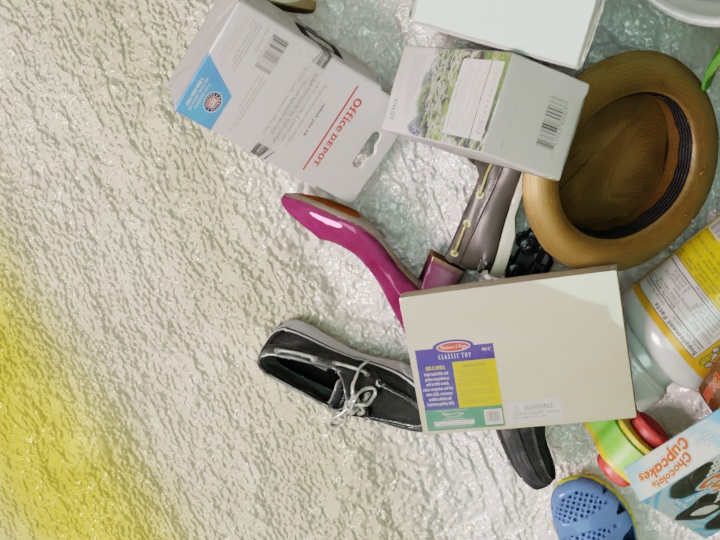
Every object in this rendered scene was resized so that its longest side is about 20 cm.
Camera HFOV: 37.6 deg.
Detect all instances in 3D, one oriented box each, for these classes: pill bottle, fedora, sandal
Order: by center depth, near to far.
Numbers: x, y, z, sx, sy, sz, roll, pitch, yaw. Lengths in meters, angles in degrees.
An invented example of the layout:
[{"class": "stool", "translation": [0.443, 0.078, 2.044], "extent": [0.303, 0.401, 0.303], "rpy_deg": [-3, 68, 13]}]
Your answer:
[{"class": "fedora", "translation": [0.220, -0.099, 0.941], "extent": [0.197, 0.082, 0.205], "rpy_deg": [-5, 106, -18]}, {"class": "pill bottle", "translation": [0.309, 0.035, 0.956], "extent": [0.199, 0.113, 0.113], "rpy_deg": [-41, 94, 16]}, {"class": "sandal", "translation": [0.248, 0.297, 1.046], "extent": [0.078, 0.087, 0.203], "rpy_deg": [-26, 96, 17]}]

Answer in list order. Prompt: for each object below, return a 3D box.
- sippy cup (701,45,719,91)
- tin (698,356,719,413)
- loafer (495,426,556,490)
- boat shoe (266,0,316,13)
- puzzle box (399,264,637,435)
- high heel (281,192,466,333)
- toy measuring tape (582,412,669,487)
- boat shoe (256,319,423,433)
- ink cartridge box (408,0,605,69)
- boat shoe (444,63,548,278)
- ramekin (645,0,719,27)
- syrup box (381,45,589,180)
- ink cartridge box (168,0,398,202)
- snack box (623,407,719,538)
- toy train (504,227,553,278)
[{"class": "sippy cup", "translation": [0.380, -0.127, 0.882], "extent": [0.137, 0.131, 0.180], "rpy_deg": [-21, 68, -12]}, {"class": "tin", "translation": [0.385, 0.071, 0.931], "extent": [0.197, 0.042, 0.113], "rpy_deg": [-21, 145, -18]}, {"class": "loafer", "translation": [0.154, 0.115, 1.003], "extent": [0.069, 0.068, 0.204], "rpy_deg": [-17, 106, 14]}, {"class": "boat shoe", "translation": [-0.133, -0.289, 0.985], "extent": [0.196, 0.072, 0.066], "rpy_deg": [11, 99, 3]}, {"class": "puzzle box", "translation": [0.140, 0.073, 0.946], "extent": [0.196, 0.025, 0.136], "rpy_deg": [-7, 102, 17]}, {"class": "high heel", "translation": [0.000, 0.000, 1.033], "extent": [0.197, 0.067, 0.097], "rpy_deg": [25, 102, -7]}, {"class": "toy measuring tape", "translation": [0.234, 0.149, 1.020], "extent": [0.199, 0.074, 0.074], "rpy_deg": [39, 107, -1]}, {"class": "boat shoe", "translation": [-0.009, 0.116, 1.050], "extent": [0.197, 0.068, 0.074], "rpy_deg": [29, 124, 4]}, {"class": "ink cartridge box", "translation": [0.125, -0.227, 0.880], "extent": [0.145, 0.200, 0.087], "rpy_deg": [16, 106, 7]}, {"class": "boat shoe", "translation": [0.127, -0.094, 0.980], "extent": [0.059, 0.072, 0.205], "rpy_deg": [13, 108, 3]}, {"class": "ramekin", "translation": [0.300, -0.308, 0.881], "extent": [0.196, 0.098, 0.205], "rpy_deg": [3, 103, 10]}, {"class": "syrup box", "translation": [0.098, -0.137, 0.894], "extent": [0.080, 0.200, 0.080], "rpy_deg": [15, 96, -24]}, {"class": "ink cartridge box", "translation": [-0.063, -0.161, 0.978], "extent": [0.198, 0.067, 0.117], "rpy_deg": [27, 109, -29]}, {"class": "snack box", "translation": [0.326, 0.184, 0.959], "extent": [0.116, 0.199, 0.037], "rpy_deg": [-37, 53, 16]}, {"class": "toy train", "translation": [0.137, 0.055, 1.036], "extent": [0.045, 0.034, 0.203], "rpy_deg": [23, 107, -6]}]
